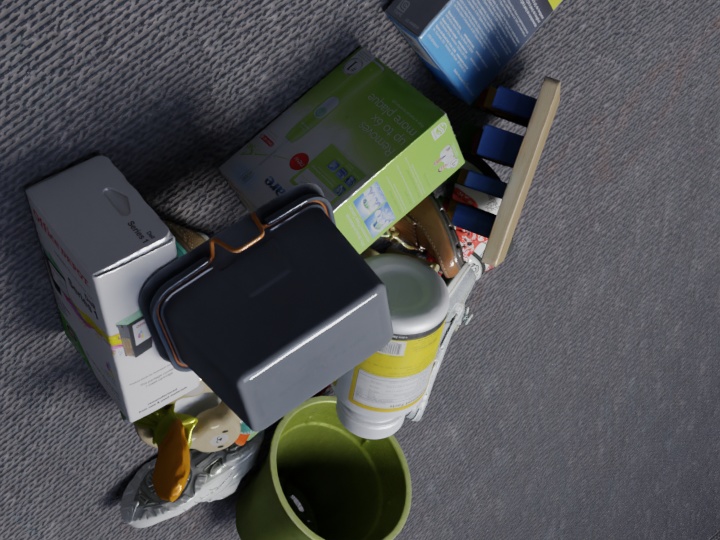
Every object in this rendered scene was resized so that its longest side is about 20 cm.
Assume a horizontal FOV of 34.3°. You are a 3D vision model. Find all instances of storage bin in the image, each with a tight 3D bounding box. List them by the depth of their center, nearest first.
[{"bbox_3d":[-0.072,0.033,1.026,0.199,0.134,0.146,-34,142,-19],"label":"storage bin"}]

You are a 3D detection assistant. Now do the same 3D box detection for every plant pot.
[{"bbox_3d":[-0.068,0.290,1.478,0.199,0.201,0.190,-9,157,-40],"label":"plant pot"}]

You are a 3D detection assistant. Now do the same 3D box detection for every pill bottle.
[{"bbox_3d":[0.025,0.088,1.260,0.111,0.112,0.201,-21,142,-30],"label":"pill bottle"}]

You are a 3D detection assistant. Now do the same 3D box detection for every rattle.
[{"bbox_3d":[-0.144,0.187,1.231,0.130,0.143,0.200,-44,141,-2],"label":"rattle"}]

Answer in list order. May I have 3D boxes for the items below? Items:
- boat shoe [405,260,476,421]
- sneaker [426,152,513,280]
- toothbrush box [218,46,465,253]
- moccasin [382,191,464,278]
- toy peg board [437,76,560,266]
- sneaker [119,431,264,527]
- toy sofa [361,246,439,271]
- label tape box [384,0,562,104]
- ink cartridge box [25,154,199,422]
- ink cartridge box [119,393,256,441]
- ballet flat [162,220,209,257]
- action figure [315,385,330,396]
[{"bbox_3d":[0.089,0.082,1.416,0.064,0.074,0.203,33,72,-14],"label":"boat shoe"},{"bbox_3d":[0.130,-0.052,1.454,0.108,0.067,0.202,-40,147,-12],"label":"sneaker"},{"bbox_3d":[-0.018,-0.107,1.183,0.200,0.146,0.086,-41,144,-6],"label":"toothbrush box"},{"bbox_3d":[0.038,-0.067,1.231,0.077,0.202,0.074,-36,158,-4],"label":"moccasin"},{"bbox_3d":[0.143,-0.118,1.290,0.199,0.097,0.202,-15,124,-80],"label":"toy peg board"},{"bbox_3d":[-0.197,0.260,1.420,0.199,0.078,0.100,-30,145,-20],"label":"sneaker"},{"bbox_3d":[0.000,0.000,1.339,0.200,0.082,0.098,28,83,-54],"label":"toy sofa"},{"bbox_3d":[0.136,-0.296,1.229,0.200,0.066,0.143,-50,145,1],"label":"label tape box"},{"bbox_3d":[-0.229,0.017,1.090,0.084,0.145,0.201,-27,140,-24],"label":"ink cartridge box"},{"bbox_3d":[-0.171,0.130,1.311,0.104,0.060,0.199,-43,145,21],"label":"ink cartridge box"},{"bbox_3d":[-0.157,0.009,1.221,0.065,0.070,0.201,-50,137,-29],"label":"ballet flat"},{"bbox_3d":[0.008,0.109,1.466,0.065,0.099,0.201,21,106,-53],"label":"action figure"}]
